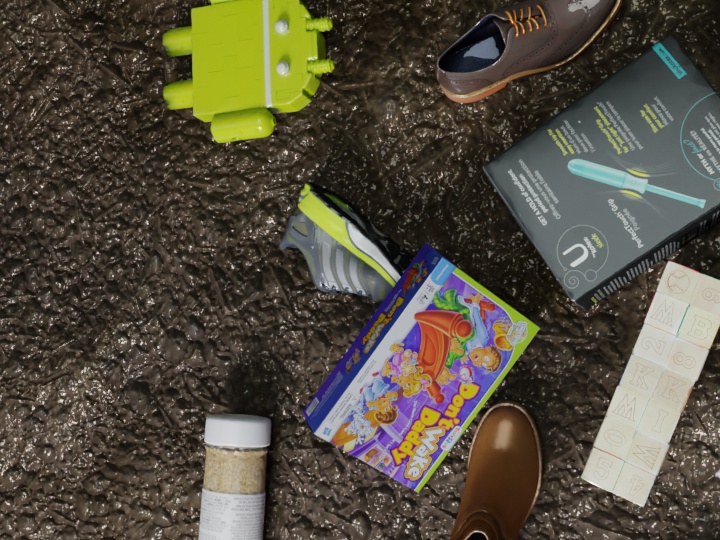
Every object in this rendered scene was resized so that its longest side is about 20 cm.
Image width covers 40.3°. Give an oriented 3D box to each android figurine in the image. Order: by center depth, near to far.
[{"bbox_3d":[-0.121,-0.231,1.063,0.198,0.041,0.184,-3,83,18],"label":"android figurine"}]

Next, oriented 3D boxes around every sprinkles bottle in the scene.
[{"bbox_3d":[-0.131,0.249,0.998,0.068,0.068,0.202,2,85,17],"label":"sprinkles bottle"}]

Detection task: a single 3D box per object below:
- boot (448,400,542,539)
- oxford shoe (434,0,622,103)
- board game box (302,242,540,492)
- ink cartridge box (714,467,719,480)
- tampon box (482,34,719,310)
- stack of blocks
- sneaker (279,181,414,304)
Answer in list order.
[{"bbox_3d":[0.110,0.219,0.885,0.076,0.155,0.201,18,89,18],"label":"boot"},{"bbox_3d":[0.164,-0.231,0.960,0.199,0.073,0.072,-31,76,11],"label":"oxford shoe"},{"bbox_3d":[0.058,0.094,0.931,0.134,0.045,0.201,33,95,-26],"label":"board game box"},{"bbox_3d":[0.449,0.178,0.845,0.200,0.043,0.198,-45,75,3],"label":"ink cartridge box"},{"bbox_3d":[0.240,-0.082,0.894,0.199,0.126,0.150,-35,75,11],"label":"tampon box"},{"bbox_3d":[0.264,0.099,0.874,0.058,0.115,0.201,23,92,17],"label":"stack of blocks"},{"bbox_3d":[0.000,0.000,0.994,0.200,0.074,0.081,44,111,19],"label":"sneaker"}]
